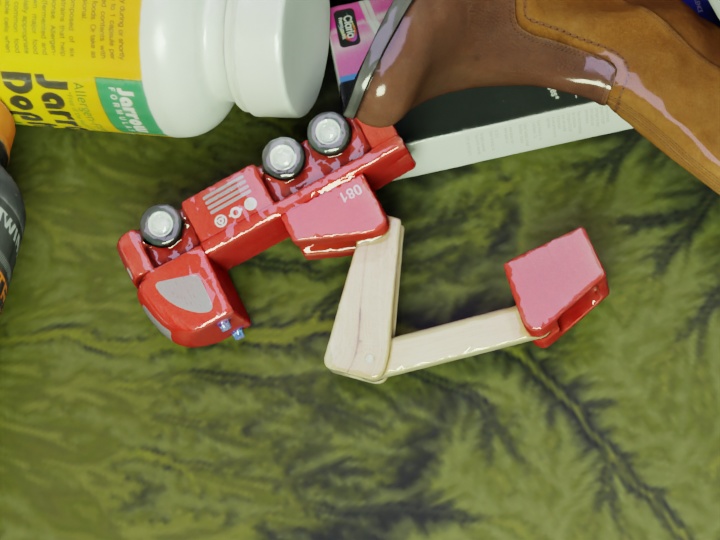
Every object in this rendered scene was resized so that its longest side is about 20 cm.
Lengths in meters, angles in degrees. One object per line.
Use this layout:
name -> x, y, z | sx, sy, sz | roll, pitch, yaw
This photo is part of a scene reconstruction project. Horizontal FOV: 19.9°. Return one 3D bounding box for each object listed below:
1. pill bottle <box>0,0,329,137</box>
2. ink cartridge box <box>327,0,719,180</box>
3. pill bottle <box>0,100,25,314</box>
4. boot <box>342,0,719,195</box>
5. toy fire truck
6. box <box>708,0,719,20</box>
pill bottle -> -0.121, -0.124, 1.022 | 0.200, 0.113, 0.113 | 5, 60, 15
ink cartridge box -> 0.086, -0.108, 1.032 | 0.200, 0.037, 0.095 | -11, 58, 0
pill bottle -> -0.220, 0.004, 0.967 | 0.106, 0.106, 0.200 | 4, 60, 11
boot -> 0.111, -0.076, 0.951 | 0.200, 0.068, 0.188 | 39, 46, 9
toy fire truck -> 0.000, 0.000, 0.961 | 0.200, 0.049, 0.141 | -29, 76, 3
box -> 0.283, -0.158, 0.922 | 0.200, 0.171, 0.199 | -9, 55, -20
